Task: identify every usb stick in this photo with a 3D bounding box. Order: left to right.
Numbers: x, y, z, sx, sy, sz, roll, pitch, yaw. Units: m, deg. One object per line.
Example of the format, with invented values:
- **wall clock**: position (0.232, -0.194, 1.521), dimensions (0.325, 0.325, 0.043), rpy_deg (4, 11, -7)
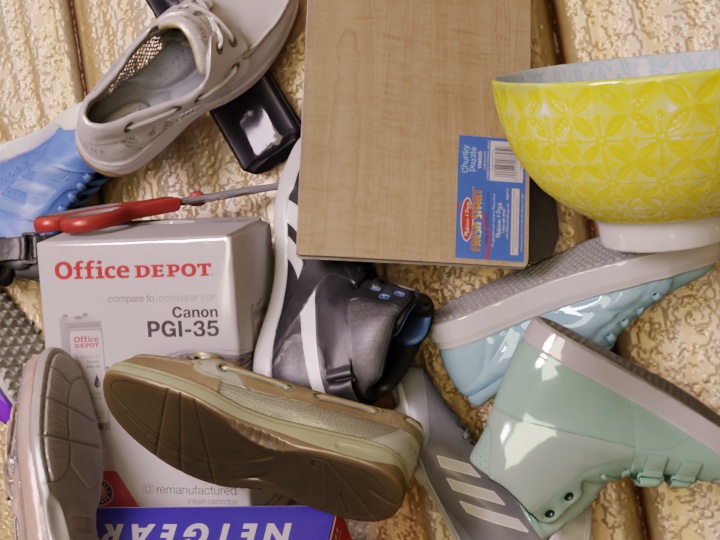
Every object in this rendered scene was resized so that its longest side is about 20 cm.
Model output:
- **usb stick**: position (-0.107, -0.163, 0.968), dimensions (0.055, 0.033, 0.202), rpy_deg (-33, 80, 14)

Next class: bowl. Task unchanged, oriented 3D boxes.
- **bowl**: position (0.181, -0.072, 0.806), dimensions (0.197, 0.200, 0.109), rpy_deg (-4, 101, 16)

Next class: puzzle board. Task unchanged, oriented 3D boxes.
- **puzzle board**: position (0.036, -0.102, 0.869), dimensions (0.148, 0.017, 0.203), rpy_deg (3, 77, -4)

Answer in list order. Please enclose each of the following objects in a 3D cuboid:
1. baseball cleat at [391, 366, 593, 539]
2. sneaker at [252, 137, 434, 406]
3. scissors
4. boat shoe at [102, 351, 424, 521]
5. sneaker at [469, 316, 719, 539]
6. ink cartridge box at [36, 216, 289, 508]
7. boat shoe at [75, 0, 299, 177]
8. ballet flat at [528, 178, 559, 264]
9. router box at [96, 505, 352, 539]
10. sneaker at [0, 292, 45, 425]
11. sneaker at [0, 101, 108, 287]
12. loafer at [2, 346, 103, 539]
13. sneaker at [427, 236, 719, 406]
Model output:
- **baseball cleat**: position (0.093, 0.146, 0.889), dimensions (0.105, 0.070, 0.202), rpy_deg (-23, 91, 7)
- **sneaker**: position (0.000, 0.000, 0.887), dimensions (0.110, 0.073, 0.203), rpy_deg (-3, 67, 25)
- **scissors**: position (-0.128, -0.050, 0.936), dimensions (0.073, 0.198, 0.014), rpy_deg (4, 106, 60)
- **boat shoe**: position (-0.061, 0.091, 0.822), dimensions (0.198, 0.063, 0.074), rpy_deg (15, 132, 12)
- **sneaker**: position (0.163, 0.124, 0.839), dimensions (0.199, 0.074, 0.119), rpy_deg (28, 98, -11)
- **ink cartridge box**: position (-0.133, 0.071, 0.902), dimensions (0.144, 0.083, 0.203), rpy_deg (-2, 98, 15)
- **boat shoe**: position (-0.112, -0.147, 0.904), dimensions (0.071, 0.069, 0.200), rpy_deg (39, 71, 8)
- **ballet flat**: position (0.069, -0.090, 0.908), dimensions (0.202, 0.067, 0.046), rpy_deg (59, 142, 8)
- **router box**: position (-0.088, 0.230, 0.884), dimensions (0.197, 0.049, 0.181), rpy_deg (-3, 132, 16)
- **sneaker**: position (-0.311, 0.055, 1.008), dimensions (0.100, 0.069, 0.201), rpy_deg (-45, 73, 17)
- **sneaker**: position (-0.212, -0.050, 0.972), dimensions (0.197, 0.077, 0.113), rpy_deg (-18, 83, 15)
- **loafer**: position (-0.195, 0.146, 0.817), dimensions (0.062, 0.072, 0.203), rpy_deg (-21, 63, 15)
- **sneaker**: position (0.147, 0.032, 0.877), dimensions (0.197, 0.074, 0.083), rpy_deg (-20, 104, 15)
